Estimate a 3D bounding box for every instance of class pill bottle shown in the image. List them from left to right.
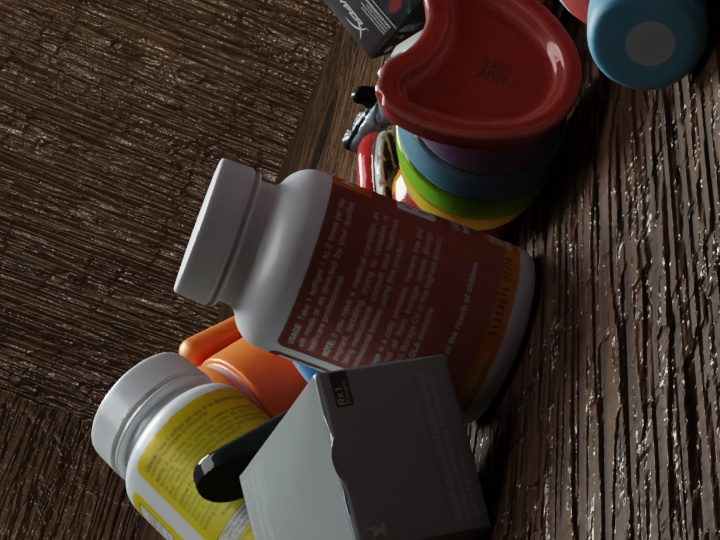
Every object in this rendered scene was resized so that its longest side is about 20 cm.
[{"bbox_3d":[-0.094,0.153,1.262,0.114,0.200,0.115,-35,-32,-27],"label":"pill bottle"},{"bbox_3d":[-0.005,0.007,1.063,0.112,0.198,0.113,-159,90,-82],"label":"pill bottle"}]

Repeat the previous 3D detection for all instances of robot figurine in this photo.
[{"bbox_3d":[-0.068,0.106,1.409,0.199,0.145,0.116,-31,13,-30],"label":"robot figurine"}]

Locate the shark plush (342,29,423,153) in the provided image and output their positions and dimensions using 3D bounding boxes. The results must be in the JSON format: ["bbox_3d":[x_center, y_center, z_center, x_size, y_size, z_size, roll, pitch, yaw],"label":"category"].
[{"bbox_3d":[0.050,-0.118,1.198,0.199,0.084,0.091,-25,2,34],"label":"shark plush"}]

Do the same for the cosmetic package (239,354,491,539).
[{"bbox_3d":[-0.003,0.133,1.037,0.200,0.089,0.108,131,128,-61],"label":"cosmetic package"}]

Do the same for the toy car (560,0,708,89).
[{"bbox_3d":[0.102,-0.224,0.907,0.185,0.198,0.178,-79,12,-54],"label":"toy car"}]

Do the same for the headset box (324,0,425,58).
[{"bbox_3d":[0.080,-0.252,1.253,0.200,0.075,0.148,-46,-13,36],"label":"headset box"}]

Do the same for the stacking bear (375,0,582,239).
[{"bbox_3d":[0.068,-0.075,1.124,0.200,0.113,0.122,101,-166,-61],"label":"stacking bear"}]

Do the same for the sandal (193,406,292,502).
[{"bbox_3d":[-0.014,0.108,1.163,0.045,0.199,0.075,62,-176,35],"label":"sandal"}]

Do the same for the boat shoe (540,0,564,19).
[{"bbox_3d":[0.095,-0.155,1.320,0.062,0.071,0.200,-25,-21,-29],"label":"boat shoe"}]

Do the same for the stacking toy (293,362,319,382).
[{"bbox_3d":[0.008,0.003,1.391,0.115,0.110,0.200,-28,12,21],"label":"stacking toy"}]

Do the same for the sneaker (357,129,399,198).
[{"bbox_3d":[0.000,0.000,1.243,0.077,0.084,0.202,-43,-43,-60],"label":"sneaker"}]
